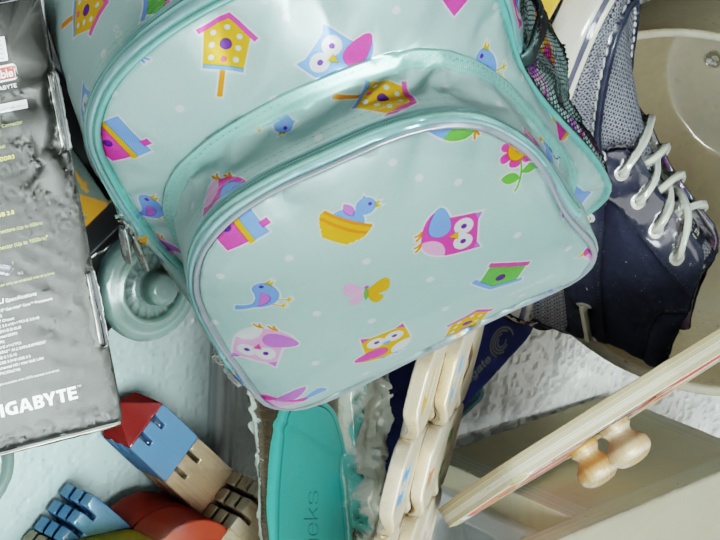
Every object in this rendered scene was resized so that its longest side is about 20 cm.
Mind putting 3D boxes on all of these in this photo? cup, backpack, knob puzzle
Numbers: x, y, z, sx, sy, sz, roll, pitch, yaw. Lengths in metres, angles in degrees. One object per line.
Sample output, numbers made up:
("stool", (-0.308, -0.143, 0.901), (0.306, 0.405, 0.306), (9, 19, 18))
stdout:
("cup", (0.183, -0.060, 1.177), (0.143, 0.199, 0.201), (-55, 142, -50))
("backpack", (-0.013, -0.059, 0.871), (0.175, 0.154, 0.200), (-24, 134, 10))
("knob puzzle", (0.116, 0.072, 1.070), (0.219, 0.220, 0.031), (-27, 81, -34))

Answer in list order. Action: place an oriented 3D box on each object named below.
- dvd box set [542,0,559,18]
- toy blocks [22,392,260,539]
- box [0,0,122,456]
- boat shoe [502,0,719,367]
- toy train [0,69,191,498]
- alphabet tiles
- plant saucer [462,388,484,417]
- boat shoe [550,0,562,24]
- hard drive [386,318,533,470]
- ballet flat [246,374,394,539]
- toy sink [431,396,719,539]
("dvd box set", (0.049, -0.199, 1.015), (0.146, 0.029, 0.201), (30, 81, -2))
("toy blocks", (-0.096, 0.151, 1.059), (0.137, 0.100, 0.200), (46, 73, -32))
("box", (-0.195, -0.002, 0.845), (0.199, 0.049, 0.161), (-14, 100, -17))
("boat shoe", (0.121, -0.044, 1.078), (0.075, 0.092, 0.201), (-55, 160, -40))
("toy train", (-0.151, 0.011, 0.946), (0.200, 0.085, 0.114), (-45, 123, -21))
("alphabet tiles", (0.031, 0.080, 1.047), (0.196, 0.015, 0.201), (-22, 127, -80))
("plant saucer", (0.005, 0.007, 1.137), (0.070, 0.019, 0.201), (-41, 132, -24))
("boat shoe", (0.137, -0.191, 1.149), (0.200, 0.062, 0.073), (-52, 134, -15))
("hard drive", (0.000, 0.000, 1.098), (0.132, 0.025, 0.200), (-46, 132, -20))
("ballet flat", (-0.015, 0.046, 1.036), (0.072, 0.072, 0.201), (-4, 99, -43))
("toy sink", (0.094, 0.157, 1.219), (0.200, 0.112, 0.131), (-16, 118, -45))
